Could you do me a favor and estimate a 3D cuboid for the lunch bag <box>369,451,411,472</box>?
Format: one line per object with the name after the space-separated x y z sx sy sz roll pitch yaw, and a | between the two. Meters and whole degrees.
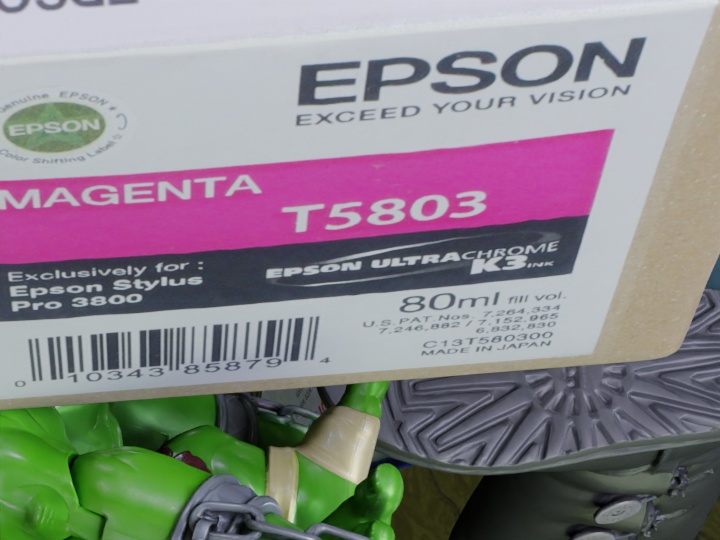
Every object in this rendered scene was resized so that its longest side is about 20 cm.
-0.037 0.026 1.263 0.199 0.171 0.124 -11 180 -38 | lunch bag

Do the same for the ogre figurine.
-0.056 0.052 0.651 0.119 0.099 0.200 17 -156 -6 | ogre figurine

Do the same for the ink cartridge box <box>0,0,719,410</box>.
-0.021 -0.038 0.534 0.199 0.076 0.165 -5 155 -6 | ink cartridge box

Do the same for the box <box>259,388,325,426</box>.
-0.125 0.052 1.107 0.199 0.177 0.097 -16 -162 20 | box

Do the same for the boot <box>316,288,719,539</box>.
0.056 0.066 0.942 0.164 0.066 0.200 3 161 -6 | boot

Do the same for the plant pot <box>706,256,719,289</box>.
0.162 -0.046 0.952 0.187 0.201 0.200 -3 -178 27 | plant pot

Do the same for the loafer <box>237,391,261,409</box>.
-0.072 0.086 0.974 0.072 0.073 0.200 -14 155 -25 | loafer
